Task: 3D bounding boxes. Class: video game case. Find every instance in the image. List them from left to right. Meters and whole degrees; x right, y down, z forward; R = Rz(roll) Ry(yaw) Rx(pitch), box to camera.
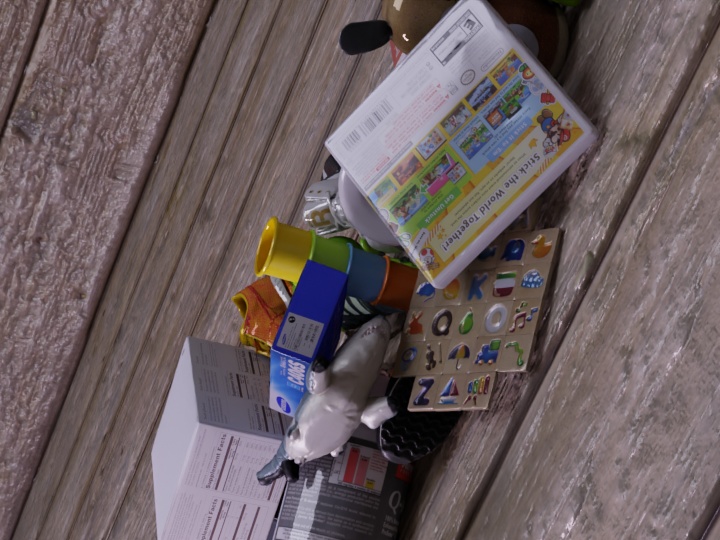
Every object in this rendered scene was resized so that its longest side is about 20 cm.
[{"bbox_3d":[0.086,-0.117,1.532,0.200,0.023,0.182,-45,66,17],"label":"video game case"}]

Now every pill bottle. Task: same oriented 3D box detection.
[{"bbox_3d":[-0.011,0.201,1.650,0.116,0.115,0.201,160,126,-70],"label":"pill bottle"},{"bbox_3d":[0.050,-0.091,1.689,0.200,0.112,0.113,-42,-26,-76],"label":"pill bottle"}]

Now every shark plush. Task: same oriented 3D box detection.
[{"bbox_3d":[-0.027,0.134,1.592,0.083,0.090,0.201,-87,19,-56],"label":"shark plush"}]

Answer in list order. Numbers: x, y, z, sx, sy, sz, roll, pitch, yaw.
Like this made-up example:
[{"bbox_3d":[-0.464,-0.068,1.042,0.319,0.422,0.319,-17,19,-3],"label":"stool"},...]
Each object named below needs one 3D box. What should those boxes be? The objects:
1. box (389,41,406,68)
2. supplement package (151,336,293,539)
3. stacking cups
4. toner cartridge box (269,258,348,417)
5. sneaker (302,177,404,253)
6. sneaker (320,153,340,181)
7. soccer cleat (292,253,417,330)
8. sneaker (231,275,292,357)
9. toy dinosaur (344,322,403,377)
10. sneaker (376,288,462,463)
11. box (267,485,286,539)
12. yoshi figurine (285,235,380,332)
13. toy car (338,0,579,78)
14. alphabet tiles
[{"bbox_3d":[0.115,-0.305,1.786,0.153,0.106,0.200,-98,30,-56],"label":"box"},{"bbox_3d":[-0.149,0.191,1.841,0.200,0.110,0.156,-109,35,-65],"label":"supplement package"},{"bbox_3d":[0.000,0.000,1.673,0.060,0.199,0.061,-166,90,-73],"label":"stacking cups"},{"bbox_3d":[-0.051,0.070,1.644,0.200,0.043,0.095,99,-167,-69],"label":"toner cartridge box"},{"bbox_3d":[-0.007,-0.056,1.854,0.200,0.115,0.074,-74,-32,-71],"label":"sneaker"},{"bbox_3d":[-0.007,-0.099,2.038,0.200,0.071,0.098,-145,71,-75],"label":"sneaker"},{"bbox_3d":[0.008,0.026,1.811,0.199,0.067,0.081,12,125,44],"label":"soccer cleat"},{"bbox_3d":[-0.087,0.076,1.882,0.077,0.073,0.200,-31,30,-4],"label":"sneaker"},{"bbox_3d":[-0.013,0.141,1.795,0.136,0.085,0.201,127,162,-65],"label":"toy dinosaur"},{"bbox_3d":[0.064,0.087,1.617,0.090,0.070,0.201,162,130,-75],"label":"sneaker"},{"bbox_3d":[-0.119,0.283,1.995,0.200,0.079,0.142,124,160,-43],"label":"box"},{"bbox_3d":[-0.030,0.000,1.954,0.113,0.112,0.200,-66,19,-5],"label":"yoshi figurine"},{"bbox_3d":[0.081,-0.236,1.613,0.158,0.199,0.165,42,116,53],"label":"toy car"},{"bbox_3d":[0.101,0.030,1.527,0.166,0.006,0.201,-7,60,48],"label":"alphabet tiles"}]
